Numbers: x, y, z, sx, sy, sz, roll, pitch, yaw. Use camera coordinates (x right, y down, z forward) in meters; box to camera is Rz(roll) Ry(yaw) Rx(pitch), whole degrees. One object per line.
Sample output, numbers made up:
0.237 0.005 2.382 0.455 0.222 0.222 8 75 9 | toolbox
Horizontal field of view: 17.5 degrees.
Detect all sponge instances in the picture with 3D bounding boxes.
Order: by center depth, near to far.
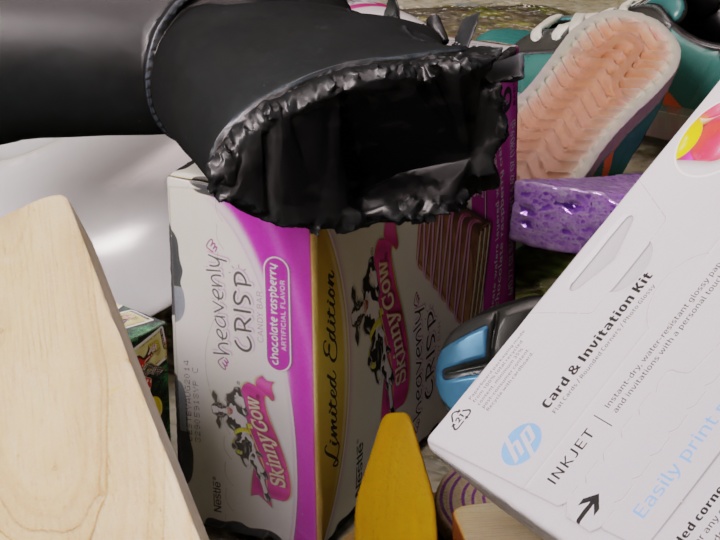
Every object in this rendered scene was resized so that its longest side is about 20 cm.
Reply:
0.149 -0.023 1.021 0.111 0.030 0.200 7 7 22 | sponge

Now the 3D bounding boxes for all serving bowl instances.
-0.106 -0.041 0.975 0.199 0.066 0.200 -26 20 10 | serving bowl

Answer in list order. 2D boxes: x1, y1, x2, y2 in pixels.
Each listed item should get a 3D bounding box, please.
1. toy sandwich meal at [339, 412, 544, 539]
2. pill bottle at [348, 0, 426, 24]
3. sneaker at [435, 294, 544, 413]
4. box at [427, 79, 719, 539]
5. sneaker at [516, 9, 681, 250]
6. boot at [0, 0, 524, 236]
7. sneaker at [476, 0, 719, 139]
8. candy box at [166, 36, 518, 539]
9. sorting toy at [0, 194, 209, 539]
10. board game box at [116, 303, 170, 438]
0.074 0.096 0.745 0.204 0.071 0.205 1 22 0 | toy sandwich meal
-0.044 -0.096 1.157 0.113 0.114 0.200 -12 25 -28 | pill bottle
0.117 0.040 0.905 0.199 0.074 0.082 1 8 -20 | sneaker
0.124 0.031 0.637 0.156 0.041 0.200 -51 34 -6 | box
0.079 -0.040 1.100 0.071 0.080 0.200 37 56 21 | sneaker
-0.059 -0.058 0.770 0.197 0.074 0.162 -10 28 -23 | boot
0.148 -0.117 1.231 0.199 0.080 0.071 11 27 26 | sneaker
0.000 0.000 0.892 0.061 0.137 0.200 9 24 23 | candy box
-0.133 0.101 0.624 0.198 0.070 0.200 -27 40 -1 | sorting toy
-0.141 0.041 0.830 0.200 0.105 0.023 20 33 38 | board game box
